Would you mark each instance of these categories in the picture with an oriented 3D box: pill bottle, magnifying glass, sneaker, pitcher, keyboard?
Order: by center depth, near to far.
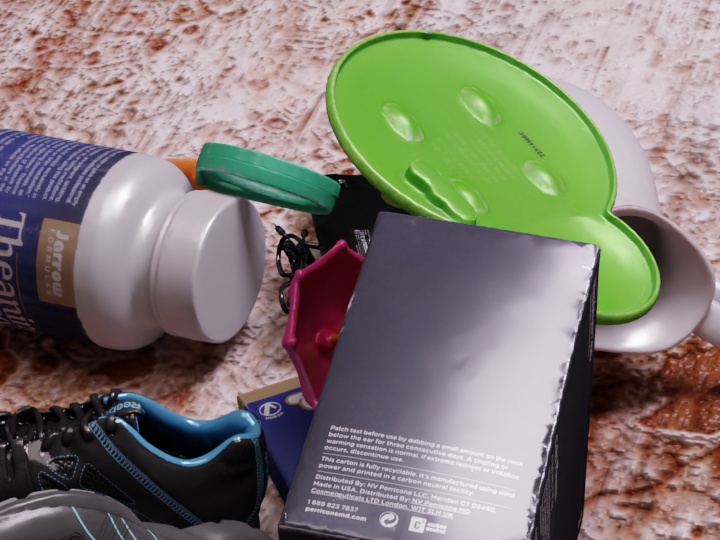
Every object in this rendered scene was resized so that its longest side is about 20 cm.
[{"bbox_3d":[-0.108,0.154,1.195,0.200,0.075,0.079,9,43,-35],"label":"sneaker"},{"bbox_3d":[-0.144,0.089,1.290,0.200,0.082,0.073,8,35,-8],"label":"sneaker"},{"bbox_3d":[0.129,-0.020,1.405,0.171,0.121,0.200,25,14,-29],"label":"pitcher"},{"bbox_3d":[-0.160,-0.016,1.448,0.200,0.111,0.111,11,41,24],"label":"pill bottle"},{"bbox_3d":[0.000,0.000,1.458,0.104,0.040,0.200,1,25,-7],"label":"keyboard"},{"bbox_3d":[-0.077,-0.053,1.481,0.080,0.022,0.200,20,-5,-26],"label":"magnifying glass"}]

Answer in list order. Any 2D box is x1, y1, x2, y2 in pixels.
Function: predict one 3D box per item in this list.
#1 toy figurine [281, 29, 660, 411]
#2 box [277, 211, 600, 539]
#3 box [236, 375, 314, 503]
[{"bbox_3d":[0.038,0.015,1.272,0.150,0.184,0.200,-16,54,-40],"label":"toy figurine"},{"bbox_3d":[0.038,0.111,1.140,0.104,0.200,0.182,10,48,10],"label":"box"},{"bbox_3d":[0.025,0.111,1.312,0.121,0.032,0.200,-18,39,-12],"label":"box"}]
